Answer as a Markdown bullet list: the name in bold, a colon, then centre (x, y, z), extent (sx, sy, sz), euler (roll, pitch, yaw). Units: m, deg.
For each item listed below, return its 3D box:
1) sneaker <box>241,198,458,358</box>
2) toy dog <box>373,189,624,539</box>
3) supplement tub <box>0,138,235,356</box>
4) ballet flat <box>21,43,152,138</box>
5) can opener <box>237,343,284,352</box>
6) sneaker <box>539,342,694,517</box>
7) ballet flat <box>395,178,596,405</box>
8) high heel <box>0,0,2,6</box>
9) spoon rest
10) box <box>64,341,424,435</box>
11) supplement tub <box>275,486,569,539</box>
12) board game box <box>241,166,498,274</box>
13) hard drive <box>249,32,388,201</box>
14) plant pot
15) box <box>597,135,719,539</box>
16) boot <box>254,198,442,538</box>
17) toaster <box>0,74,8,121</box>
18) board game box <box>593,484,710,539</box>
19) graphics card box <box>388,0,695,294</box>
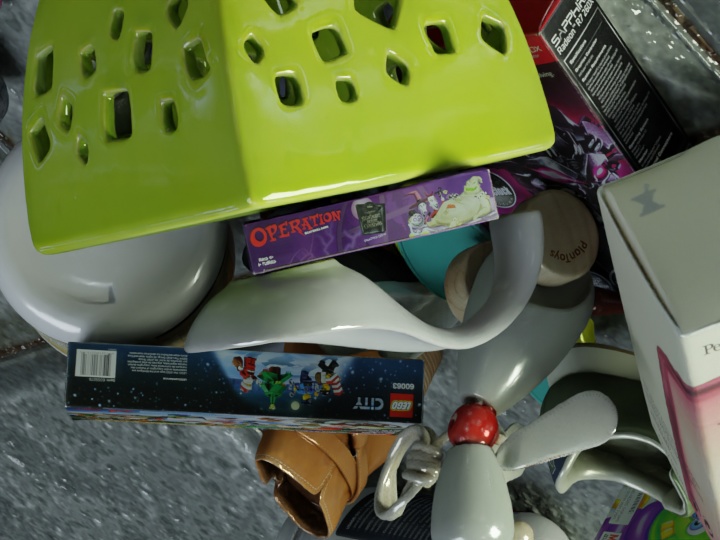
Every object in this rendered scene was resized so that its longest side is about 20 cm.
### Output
- **sneaker**: centre (0.000, 0.000, 1.388), extent (0.099, 0.071, 0.200), euler (48, -165, 19)
- **toy dog**: centre (0.093, 0.062, 1.231), extent (0.096, 0.202, 0.132), euler (20, 175, -19)
- **supplement tub**: centre (-0.150, -0.015, 1.436), extent (0.144, 0.145, 0.200), euler (31, 172, 3)
- **ballet flat**: centre (-0.139, -0.132, 1.238), extent (0.067, 0.201, 0.064), euler (6, 142, 7)
- **can opener**: centre (-0.068, 0.054, 1.617), extent (0.066, 0.054, 0.200), euler (10, 162, -28)
- **sneaker**: centre (0.196, 0.102, 1.309), extent (0.198, 0.090, 0.067), euler (8, 143, 7)
- **ballet flat**: centre (0.080, 0.001, 1.349), extent (0.066, 0.067, 0.200), euler (-17, 130, 31)
- **high heel**: centre (-0.209, -0.175, 1.364), extent (0.199, 0.067, 0.096), euler (2, 129, 51)
- **spoon rest**: centre (0.007, 0.019, 1.131), extent (0.099, 0.199, 0.061), euler (-10, 94, 58)
- **box**: centre (-0.069, 0.069, 1.341), extent (0.198, 0.038, 0.137), euler (3, 173, -5)
- **supplement tub**: centre (0.046, 0.230, 1.658), extent (0.199, 0.141, 0.141), euler (6, 141, 41)
- **board game box**: centre (0.003, -0.025, 1.163), extent (0.119, 0.033, 0.200), euler (-9, -178, -1)
- **hard drive**: centre (-0.070, -0.116, 1.349), extent (0.199, 0.042, 0.135), euler (23, 149, 18)
- **plant pot**: centre (-0.051, -0.120, 1.140), extent (0.198, 0.199, 0.183), euler (-9, 94, 51)
- **box**: centre (0.209, 0.034, 1.175), extent (0.201, 0.127, 0.109), euler (69, 178, -48)
- **boot**: centre (-0.029, 0.056, 1.452), extent (0.073, 0.155, 0.200), euler (1, 138, 45)
- **toaster**: centre (-0.317, -0.129, 1.508), extent (0.199, 0.114, 0.129), euler (7, 146, 41)
- **board game box**: centre (0.255, 0.166, 1.387), extent (0.199, 0.103, 0.105), euler (-2, 135, 47)
- **graphics card box**: centre (0.109, -0.065, 1.239), extent (0.125, 0.051, 0.200), euler (-2, 136, 46)
